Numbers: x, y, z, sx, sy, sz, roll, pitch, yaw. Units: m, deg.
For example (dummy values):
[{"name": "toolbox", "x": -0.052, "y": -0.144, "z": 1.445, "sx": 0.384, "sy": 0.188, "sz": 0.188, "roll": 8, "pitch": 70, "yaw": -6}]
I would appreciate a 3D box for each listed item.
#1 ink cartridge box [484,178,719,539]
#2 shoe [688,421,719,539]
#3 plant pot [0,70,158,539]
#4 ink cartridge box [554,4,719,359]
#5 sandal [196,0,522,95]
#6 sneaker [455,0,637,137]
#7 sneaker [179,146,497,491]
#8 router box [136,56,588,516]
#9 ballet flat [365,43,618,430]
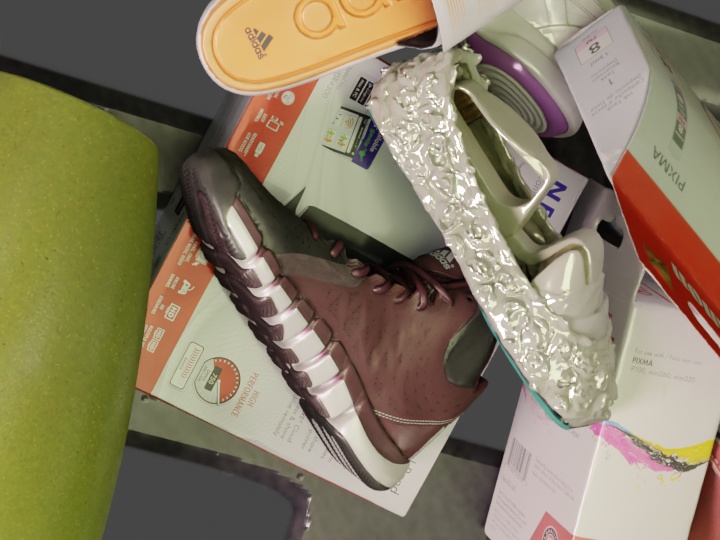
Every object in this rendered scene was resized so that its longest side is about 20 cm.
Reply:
[{"name": "ink cartridge box", "x": 0.134, "y": 0.064, "z": 1.178, "sx": 0.067, "sy": 0.116, "sz": 0.202, "roll": 11, "pitch": 100, "yaw": -18}, {"name": "shoe", "x": 0.177, "y": 0.159, "z": 1.206, "sx": 0.090, "sy": 0.072, "sz": 0.201, "roll": -22, "pitch": 141, "yaw": -7}, {"name": "plant pot", "x": -0.173, "y": 0.018, "z": 1.064, "sx": 0.186, "sy": 0.187, "sz": 0.201, "roll": 26, "pitch": 81, "yaw": -20}, {"name": "ink cartridge box", "x": 0.168, "y": -0.016, "z": 1.063, "sx": 0.057, "sy": 0.200, "sz": 0.163, "roll": -37, "pitch": 118, "yaw": 11}, {"name": "sandal", "x": 0.021, "y": -0.131, "z": 1.061, "sx": 0.205, "sy": 0.059, "sz": 0.080, "roll": -28, "pitch": 110, "yaw": 6}, {"name": "sneaker", "x": 0.062, "y": -0.165, "z": 1.140, "sx": 0.100, "sy": 0.075, "sz": 0.200, "roll": -47, "pitch": 111, "yaw": -21}, {"name": "sneaker", "x": 0.000, "y": 0.000, "z": 1.104, "sx": 0.115, "sy": 0.076, "sz": 0.201, "roll": -36, "pitch": 120, "yaw": -11}, {"name": "router box", "x": -0.010, "y": -0.004, "z": 1.158, "sx": 0.178, "sy": 0.049, "sz": 0.201, "roll": 27, "pitch": 95, "yaw": -20}, {"name": "ballet flat", "x": 0.074, "y": -0.019, "z": 1.083, "sx": 0.071, "sy": 0.072, "sz": 0.201, "roll": -32, "pitch": 90, "yaw": -6}]
